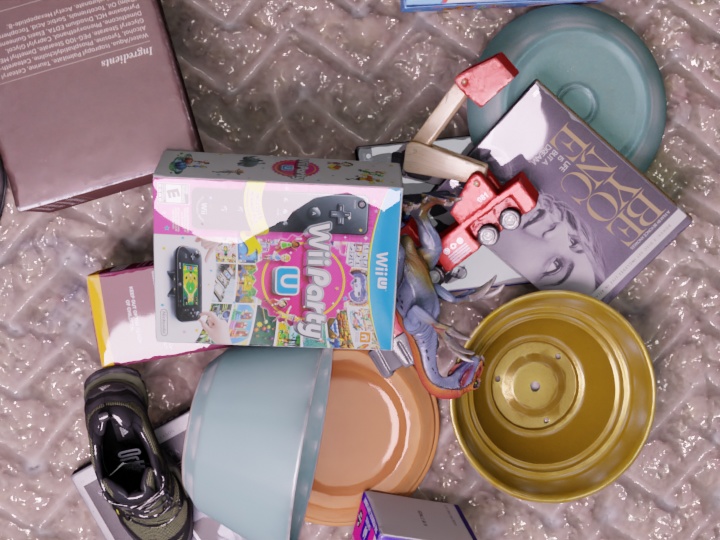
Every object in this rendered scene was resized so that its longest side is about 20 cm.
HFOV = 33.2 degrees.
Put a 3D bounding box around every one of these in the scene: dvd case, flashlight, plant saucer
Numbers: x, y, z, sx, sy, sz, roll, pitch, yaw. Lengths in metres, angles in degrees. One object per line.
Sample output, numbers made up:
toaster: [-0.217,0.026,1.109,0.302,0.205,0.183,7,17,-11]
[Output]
dvd case: [0.189,-0.060,1.141,0.200,0.016,0.149,40,111,-8]
flashlight: [0.000,0.000,1.136,0.068,0.068,0.201,-28,87,-22]
plant saucer: [0.203,-0.157,1.158,0.199,0.036,0.201,0,92,-6]
plant saucer: [-0.019,0.152,1.174,0.199,0.037,0.201,0,94,-6]
dvd case: [-0.163,0.246,1.157,0.150,0.025,0.201,-29,96,3]
dvd case: [0.101,-0.056,1.181,0.199,0.025,0.151,-6,93,-6]

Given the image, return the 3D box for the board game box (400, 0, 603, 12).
board game box: [0.134,-0.331,1.164,0.199,0.037,0.152,-3,93,-5]

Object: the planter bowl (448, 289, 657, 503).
planter bowl: [0.177,0.117,1.167,0.199,0.083,0.202,0,92,-5]

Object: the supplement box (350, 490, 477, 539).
supplement box: [0.033,0.325,1.138,0.103,0.101,0.201,11,101,-11]

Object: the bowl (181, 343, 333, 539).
bowl: [-0.092,0.144,1.058,0.104,0.201,0.202,11,92,4]

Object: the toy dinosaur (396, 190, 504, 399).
toy dinosaur: [0.056,0.021,1.091,0.105,0.199,0.182,-15,115,-43]

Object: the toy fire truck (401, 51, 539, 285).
toy fire truck: [0.088,-0.088,1.111,0.200,0.049,0.141,-37,95,20]

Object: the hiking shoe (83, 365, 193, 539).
hiking shoe: [-0.202,0.189,1.066,0.075,0.101,0.201,-16,115,3]

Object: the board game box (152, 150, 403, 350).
board game box: [-0.068,-0.016,0.999,0.199,0.064,0.148,2,113,-2]

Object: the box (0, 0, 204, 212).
box: [-0.242,-0.169,1.071,0.163,0.166,0.201,-16,94,-5]

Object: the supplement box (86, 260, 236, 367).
supplement box: [-0.142,0.027,1.119,0.199,0.110,0.086,-9,94,-5]

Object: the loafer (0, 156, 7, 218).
loafer: [-0.370,-0.126,1.108,0.072,0.072,0.201,-8,94,-6]
